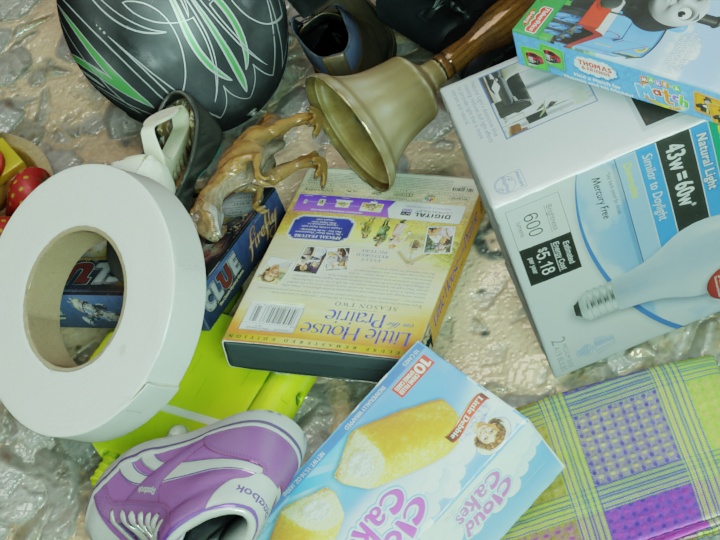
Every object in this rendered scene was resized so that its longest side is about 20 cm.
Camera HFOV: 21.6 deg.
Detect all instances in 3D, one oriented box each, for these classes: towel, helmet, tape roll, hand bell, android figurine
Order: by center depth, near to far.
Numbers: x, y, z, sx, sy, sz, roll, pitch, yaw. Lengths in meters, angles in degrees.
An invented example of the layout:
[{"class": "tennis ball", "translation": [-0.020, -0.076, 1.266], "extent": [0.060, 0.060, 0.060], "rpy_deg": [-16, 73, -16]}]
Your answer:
[{"class": "towel", "translation": [0.158, 0.135, 1.240], "extent": [0.200, 0.023, 0.144], "rpy_deg": [-20, 46, 5]}, {"class": "tape roll", "translation": [-0.195, 0.024, 1.364], "extent": [0.203, 0.037, 0.203], "rpy_deg": [-9, 75, 36]}, {"class": "android figurine", "translation": [-0.124, 0.087, 1.386], "extent": [0.182, 0.041, 0.200], "rpy_deg": [15, 57, 31]}, {"class": "hand bell", "translation": [0.068, -0.157, 1.423], "extent": [0.200, 0.104, 0.104], "rpy_deg": [-36, 47, -14]}, {"class": "helmet", "translation": [-0.155, -0.214, 1.564], "extent": [0.200, 0.200, 0.191], "rpy_deg": [-37, 31, -10]}]

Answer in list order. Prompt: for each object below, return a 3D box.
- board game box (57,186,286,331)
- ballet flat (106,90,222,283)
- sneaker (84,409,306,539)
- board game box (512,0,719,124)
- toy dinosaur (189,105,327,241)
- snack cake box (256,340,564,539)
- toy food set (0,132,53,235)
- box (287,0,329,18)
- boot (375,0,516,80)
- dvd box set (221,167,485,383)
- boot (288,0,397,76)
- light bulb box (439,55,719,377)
[{"class": "board game box", "translation": [-0.172, -0.010, 1.457], "extent": [0.200, 0.035, 0.136], "rpy_deg": [0, 39, 31]}, {"class": "ballet flat", "translation": [-0.159, -0.070, 1.439], "extent": [0.068, 0.068, 0.200], "rpy_deg": [-11, 34, 19]}, {"class": "sneaker", "translation": [-0.130, 0.168, 1.245], "extent": [0.200, 0.073, 0.114], "rpy_deg": [-31, 24, 39]}, {"class": "board game box", "translation": [0.220, -0.164, 1.188], "extent": [0.200, 0.037, 0.151], "rpy_deg": [22, 59, 30]}, {"class": "toy dinosaur", "translation": [-0.074, -0.095, 1.437], "extent": [0.106, 0.060, 0.200], "rpy_deg": [-6, 28, 24]}, {"class": "snack cake box", "translation": [0.020, 0.158, 1.226], "extent": [0.200, 0.067, 0.115], "rpy_deg": [-47, 45, -9]}, {"class": "toy food set", "translation": [-0.353, -0.048, 1.589], "extent": [0.200, 0.049, 0.198], "rpy_deg": [-38, 48, -10]}, {"class": "box", "translation": [0.045, -0.302, 1.486], "extent": [0.193, 0.048, 0.200], "rpy_deg": [-31, 15, 48]}, {"class": "boot", "translation": [0.127, -0.232, 1.526], "extent": [0.200, 0.076, 0.168], "rpy_deg": [-36, 49, -6]}, {"class": "dvd box set", "translation": [0.000, 0.000, 1.382], "extent": [0.146, 0.029, 0.200], "rpy_deg": [4, 43, 18]}, {"class": "boot", "translation": [-0.015, -0.198, 1.541], "extent": [0.075, 0.097, 0.200], "rpy_deg": [-20, 47, 5]}, {"class": "light bulb box", "translation": [0.184, -0.060, 1.272], "extent": [0.200, 0.198, 0.125], "rpy_deg": [-23, 48, 3]}]
